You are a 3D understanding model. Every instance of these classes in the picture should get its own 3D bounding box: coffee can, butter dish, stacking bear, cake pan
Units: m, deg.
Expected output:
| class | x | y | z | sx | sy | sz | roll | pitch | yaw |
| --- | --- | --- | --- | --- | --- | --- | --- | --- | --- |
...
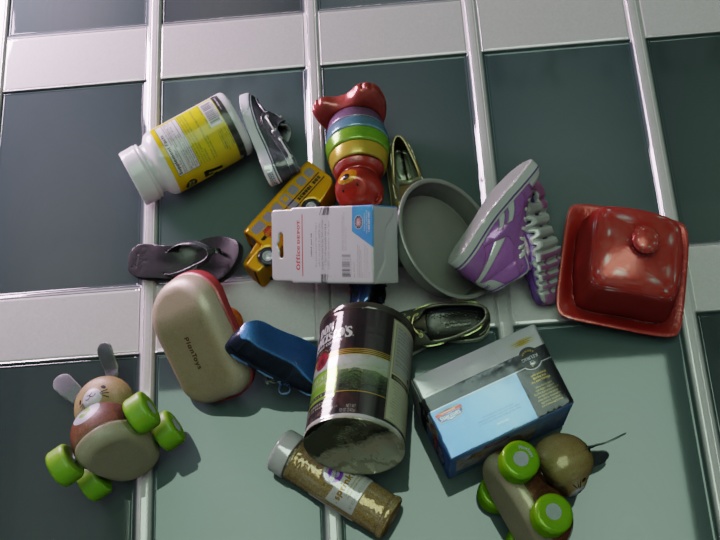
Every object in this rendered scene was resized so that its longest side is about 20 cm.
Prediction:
| class | x | y | z | sx | sy | sz | roll | pitch | yaw |
| --- | --- | --- | --- | --- | --- | --- | --- | --- | --- |
| coffee can | 0.001 | 0.169 | 1.569 | 0.144 | 0.147 | 0.201 | 3 | 50 | 5 |
| butter dish | 0.411 | -0.021 | 1.641 | 0.198 | 0.148 | 0.202 | 11 | 69 | 1 |
| stacking bear | -0.005 | -0.179 | 1.745 | 0.120 | 0.114 | 0.202 | -16 | 56 | 19 |
| cake pan | 0.129 | -0.044 | 1.683 | 0.199 | 0.037 | 0.202 | 18 | 58 | -31 |

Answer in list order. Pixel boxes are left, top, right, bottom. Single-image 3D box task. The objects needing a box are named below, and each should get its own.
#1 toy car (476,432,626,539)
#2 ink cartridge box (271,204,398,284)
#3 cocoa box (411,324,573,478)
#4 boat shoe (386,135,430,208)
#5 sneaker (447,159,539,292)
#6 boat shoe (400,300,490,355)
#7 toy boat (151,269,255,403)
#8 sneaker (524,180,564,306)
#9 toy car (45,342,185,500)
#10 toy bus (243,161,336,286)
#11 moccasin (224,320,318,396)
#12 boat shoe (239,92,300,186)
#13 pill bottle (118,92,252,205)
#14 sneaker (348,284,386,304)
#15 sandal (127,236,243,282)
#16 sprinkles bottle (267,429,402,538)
| class | x | y | z | sx | sy | sz | roll | pitch | yaw |
| --- | --- | --- | --- | --- | --- | --- | --- | --- | --- |
| toy car | 0.286 | 0.295 | 1.531 | 0.198 | 0.165 | 0.159 | -24 | 67 | -19 |
| ink cartridge box | -0.041 | -0.039 | 1.654 | 0.198 | 0.066 | 0.117 | 1 | 93 | 37 |
| cocoa box | 0.189 | 0.193 | 1.582 | 0.198 | 0.134 | 0.132 | -23 | 68 | -6 |
| boat shoe | 0.078 | -0.124 | 1.751 | 0.071 | 0.076 | 0.202 | -17 | 68 | -4 |
| sneaker | 0.231 | -0.061 | 1.645 | 0.114 | 0.073 | 0.201 | 34 | 94 | -10 |
| boat shoe | 0.101 | 0.086 | 1.672 | 0.199 | 0.060 | 0.073 | -9 | 67 | 0 |
| toy boat | -0.225 | 0.093 | 1.665 | 0.129 | 0.131 | 0.202 | -19 | 99 | 28 |
| sneaker | 0.259 | -0.041 | 1.710 | 0.088 | 0.080 | 0.202 | -19 | 83 | 40 |
| toy car | -0.384 | 0.204 | 1.611 | 0.163 | 0.158 | 0.201 | -34 | 58 | 1 |
| toy bus | -0.119 | -0.074 | 1.750 | 0.078 | 0.065 | 0.200 | 36 | 74 | 17 |
| moccasin | -0.118 | 0.132 | 1.622 | 0.068 | 0.200 | 0.081 | -30 | 39 | 29 |
| boat shoe | -0.147 | -0.226 | 1.795 | 0.067 | 0.072 | 0.201 | -24 | 50 | 1 |
| pill bottle | -0.287 | -0.197 | 1.786 | 0.199 | 0.115 | 0.115 | -30 | 69 | -8 |
| sneaker | 0.000 | 0.000 | 1.718 | 0.078 | 0.075 | 0.202 | -1 | 61 | 18 |
| sandal | -0.282 | -0.014 | 1.728 | 0.198 | 0.043 | 0.077 | -6 | 72 | 15 |
| sprinkles bottle | -0.038 | 0.310 | 1.586 | 0.199 | 0.068 | 0.069 | 29 | 72 | 14 |
